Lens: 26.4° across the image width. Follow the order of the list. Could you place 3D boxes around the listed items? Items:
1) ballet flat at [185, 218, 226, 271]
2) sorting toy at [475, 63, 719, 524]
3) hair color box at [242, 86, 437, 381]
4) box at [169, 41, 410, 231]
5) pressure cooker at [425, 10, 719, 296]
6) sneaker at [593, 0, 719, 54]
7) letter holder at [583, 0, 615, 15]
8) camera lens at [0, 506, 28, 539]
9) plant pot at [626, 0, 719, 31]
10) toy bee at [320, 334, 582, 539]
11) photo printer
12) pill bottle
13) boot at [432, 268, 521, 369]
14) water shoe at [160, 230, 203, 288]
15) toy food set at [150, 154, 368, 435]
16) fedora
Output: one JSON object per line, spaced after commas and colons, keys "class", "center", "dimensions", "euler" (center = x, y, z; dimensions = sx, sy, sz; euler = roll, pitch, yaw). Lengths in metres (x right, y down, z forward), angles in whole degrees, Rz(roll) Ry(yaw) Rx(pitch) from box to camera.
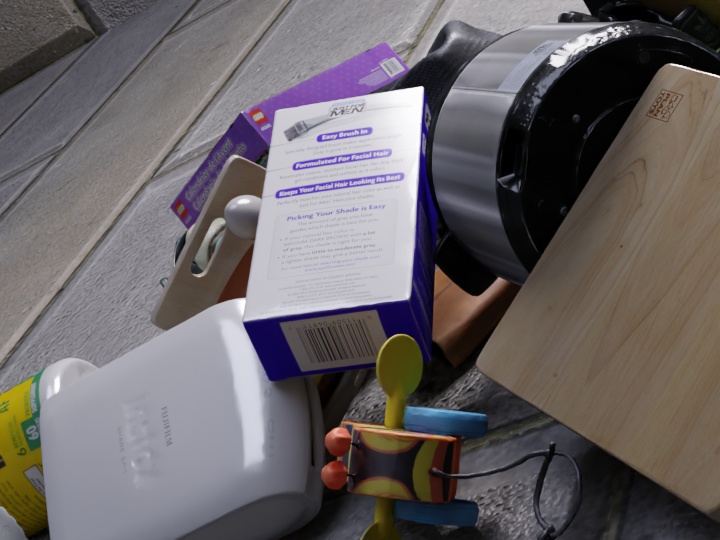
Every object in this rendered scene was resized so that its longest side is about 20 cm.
{"class": "ballet flat", "center": [-0.055, -0.057, 1.257], "dimensions": [0.199, 0.068, 0.062], "euler": [-25, 28, -24]}
{"class": "sorting toy", "center": [0.185, 0.013, 0.782], "dimensions": [0.201, 0.069, 0.199], "euler": [-57, 34, -1]}
{"class": "hair color box", "center": [-0.008, -0.027, 1.000], "dimensions": [0.109, 0.065, 0.201], "euler": [-7, 47, 14]}
{"class": "box", "center": [-0.058, -0.113, 1.303], "dimensions": [0.200, 0.039, 0.137], "euler": [-33, -10, -46]}
{"class": "pressure cooker", "center": [0.136, -0.071, 0.956], "dimensions": [0.175, 0.180, 0.200], "euler": [-7, 10, -17]}
{"class": "sneaker", "center": [0.200, -0.159, 1.184], "dimensions": [0.199, 0.100, 0.070], "euler": [-11, 28, 48]}
{"class": "letter holder", "center": [0.301, -0.307, 1.368], "dimensions": [0.142, 0.101, 0.199], "euler": [-45, 21, -31]}
{"class": "camera lens", "center": [-0.336, 0.239, 1.052], "dimensions": [0.199, 0.160, 0.160], "euler": [-20, 24, 36]}
{"class": "plant pot", "center": [0.259, -0.262, 1.167], "dimensions": [0.186, 0.200, 0.187], "euler": [-39, -23, -20]}
{"class": "toy bee", "center": [0.022, 0.097, 0.840], "dimensions": [0.200, 0.108, 0.132], "euler": [137, 137, -57]}
{"class": "photo printer", "center": [-0.115, 0.120, 1.015], "dimensions": [0.199, 0.069, 0.167], "euler": [-28, 53, 19]}
{"class": "pill bottle", "center": [-0.285, 0.161, 1.222], "dimensions": [0.199, 0.113, 0.113], "euler": [-29, 20, 17]}
{"class": "boot", "center": [0.094, -0.016, 1.125], "dimensions": [0.200, 0.069, 0.188], "euler": [-46, 28, -7]}
{"class": "water shoe", "center": [-0.128, -0.015, 1.422], "dimensions": [0.071, 0.079, 0.200], "euler": [-28, 20, 19]}
{"class": "toy food set", "center": [-0.058, 0.017, 1.086], "dimensions": [0.200, 0.060, 0.144], "euler": [32, 97, 41]}
{"class": "fedora", "center": [0.081, -0.148, 1.281], "dimensions": [0.201, 0.091, 0.201], "euler": [-50, 3, 3]}
